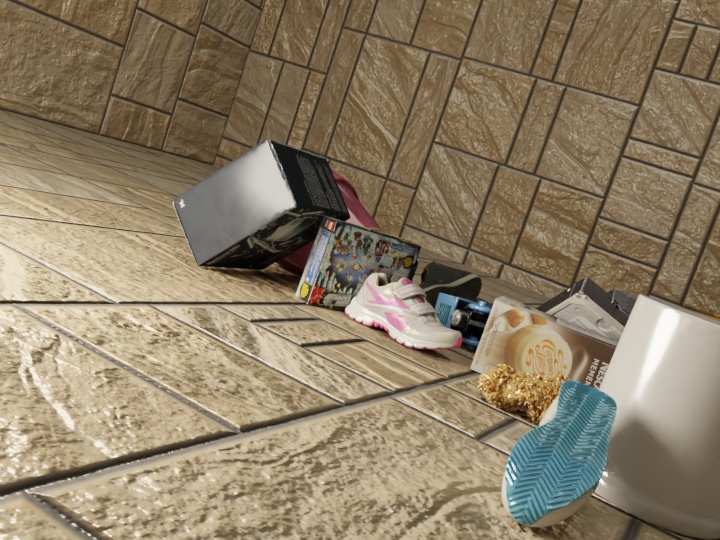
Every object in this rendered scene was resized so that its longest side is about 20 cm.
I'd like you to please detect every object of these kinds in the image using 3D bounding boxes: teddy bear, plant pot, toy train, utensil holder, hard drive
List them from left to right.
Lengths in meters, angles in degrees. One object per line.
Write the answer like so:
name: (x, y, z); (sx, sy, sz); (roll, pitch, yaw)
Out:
plant pot: (-0.054, -0.060, 1.453); (0.199, 0.201, 0.179); (11, 21, -49)
toy train: (0.224, 0.097, 1.425); (0.198, 0.088, 0.114); (15, 2, -32)
teddy bear: (0.246, 0.164, 1.020); (0.199, 0.067, 0.144); (25, 11, 40)
hard drive: (0.338, 0.102, 1.269); (0.139, 0.038, 0.200); (39, -36, -6)
utensil holder: (0.330, 0.145, 0.846); (0.168, 0.202, 0.170); (18, 6, -2)

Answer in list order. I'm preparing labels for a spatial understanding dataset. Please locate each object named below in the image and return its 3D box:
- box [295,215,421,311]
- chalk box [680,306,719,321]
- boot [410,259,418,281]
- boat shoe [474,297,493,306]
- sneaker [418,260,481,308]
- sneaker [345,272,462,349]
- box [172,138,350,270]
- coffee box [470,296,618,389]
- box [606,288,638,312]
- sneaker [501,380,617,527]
box: (0.000, 0.000, 1.318); (0.199, 0.138, 0.040); (13, 11, -42)
chalk box: (0.506, 0.177, 1.280); (0.123, 0.202, 0.125); (-15, 10, -6)
boot: (0.052, 0.018, 1.485); (0.074, 0.098, 0.200); (21, 7, 18)
boat shoe: (0.252, 0.105, 1.586); (0.198, 0.063, 0.074); (16, 33, -9)
sneaker: (0.130, 0.040, 1.536); (0.199, 0.076, 0.106); (-14, 28, -43)
sneaker: (0.071, 0.061, 1.242); (0.199, 0.089, 0.081); (23, 8, 27)
box: (-0.155, -0.099, 1.302); (0.196, 0.199, 0.125); (6, 57, -65)
coffee box: (0.279, 0.128, 1.199); (0.198, 0.115, 0.080); (21, 7, 17)
box: (0.455, 0.123, 1.459); (0.105, 0.123, 0.200); (19, -14, 1)
sneaker: (0.179, 0.177, 0.724); (0.076, 0.082, 0.200); (24, 28, 23)
